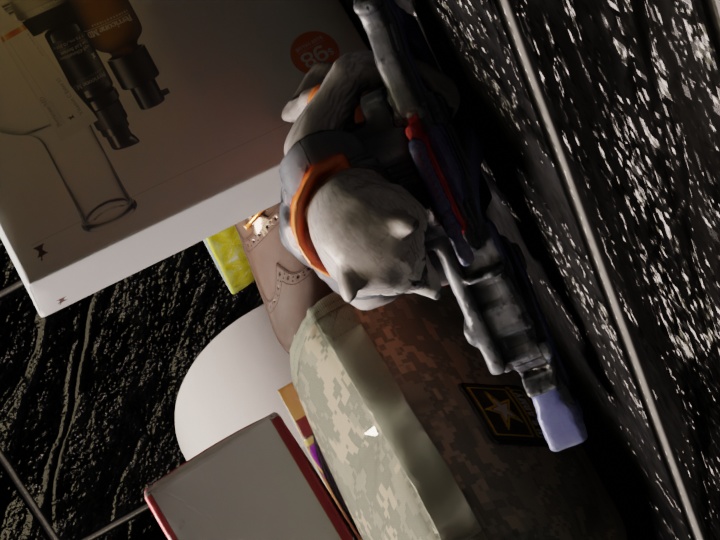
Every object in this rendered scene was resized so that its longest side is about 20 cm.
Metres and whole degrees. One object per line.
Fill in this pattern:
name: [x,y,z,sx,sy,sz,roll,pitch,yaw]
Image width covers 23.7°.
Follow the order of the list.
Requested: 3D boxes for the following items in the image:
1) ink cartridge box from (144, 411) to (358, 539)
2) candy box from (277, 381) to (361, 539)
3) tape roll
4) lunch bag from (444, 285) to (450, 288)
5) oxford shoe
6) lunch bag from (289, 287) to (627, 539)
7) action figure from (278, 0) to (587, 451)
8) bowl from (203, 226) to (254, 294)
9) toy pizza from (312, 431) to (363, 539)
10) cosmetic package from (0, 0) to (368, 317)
ink cartridge box: [-0.040,0.163,0.934,0.147,0.082,0.200,59,175,6]
candy box: [0.032,0.132,1.180,0.057,0.116,0.201,56,172,46]
tape roll: [-0.029,0.134,1.331,0.140,0.202,0.203,58,174,42]
lunch bag: [0.000,0.000,1.041,0.177,0.082,0.200,59,176,-19]
oxford shoe: [-0.052,-0.037,0.887,0.073,0.071,0.201,19,-139,-39]
lunch bag: [0.051,0.107,0.825,0.165,0.117,0.200,60,-179,31]
action figure: [0.013,-0.008,0.713,0.193,0.104,0.201,-65,-49,-84]
bowl: [-0.108,-0.092,1.442,0.201,0.107,0.200,62,175,9]
toy pizza: [0.047,0.148,1.017,0.199,0.032,0.201,34,-157,-17]
cosmetic package: [-0.101,-0.089,0.843,0.152,0.199,0.052,60,168,16]
